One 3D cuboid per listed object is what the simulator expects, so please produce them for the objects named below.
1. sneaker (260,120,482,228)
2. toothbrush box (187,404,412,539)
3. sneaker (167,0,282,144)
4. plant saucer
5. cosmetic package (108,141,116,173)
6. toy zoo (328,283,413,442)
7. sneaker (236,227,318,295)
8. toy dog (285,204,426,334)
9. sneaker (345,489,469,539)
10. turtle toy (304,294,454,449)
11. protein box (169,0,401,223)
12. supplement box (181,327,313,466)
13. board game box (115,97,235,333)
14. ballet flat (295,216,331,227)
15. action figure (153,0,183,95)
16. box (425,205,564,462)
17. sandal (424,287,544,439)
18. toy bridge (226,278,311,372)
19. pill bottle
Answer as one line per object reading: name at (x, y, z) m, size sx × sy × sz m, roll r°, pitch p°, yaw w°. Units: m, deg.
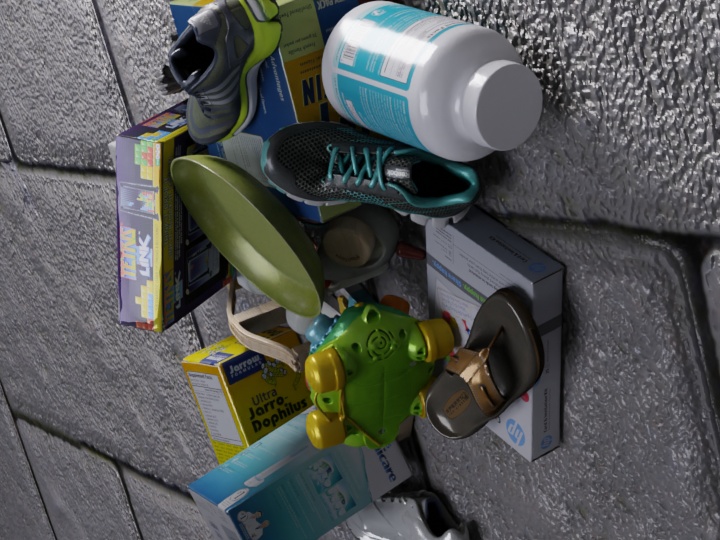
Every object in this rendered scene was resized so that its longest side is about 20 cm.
sneaker at (0.016, -0.088, 1.443) m, size 0.091 × 0.198 × 0.078 m, roll 169°, pitch 108°, yaw -72°
toothbrush box at (-0.066, 0.225, 1.818) m, size 0.086 × 0.199 × 0.146 m, roll 62°, pitch 161°, yaw -14°
sneaker at (-0.132, -0.175, 1.472) m, size 0.074 × 0.080 × 0.200 m, roll 56°, pitch 151°, yaw 21°
plant saucer at (-0.100, -0.039, 1.599) m, size 0.200 × 0.031 × 0.200 m, roll 41°, pitch 162°, yaw 16°
cosmetic package at (-0.207, -0.092, 1.973) m, size 0.199 × 0.081 × 0.114 m, roll 22°, pitch 128°, yaw 55°
toy zoo at (-0.005, 0.072, 1.806) m, size 0.200 × 0.020 × 0.132 m, roll 47°, pitch 148°, yaw 33°
sneaker at (-0.084, -0.007, 1.804) m, size 0.084 × 0.073 × 0.200 m, roll 28°, pitch 168°, yaw 12°
toy dog at (0.000, 0.000, 1.661) m, size 0.096 × 0.132 × 0.200 m, roll 30°, pitch 156°, yaw 0°
sneaker at (0.056, 0.268, 1.819) m, size 0.199 × 0.074 × 0.088 m, roll 28°, pitch 123°, yaw 41°
turtle toy at (0.005, 0.102, 1.608) m, size 0.201 × 0.145 × 0.101 m, roll 92°, pitch 156°, yaw -43°
protein box at (-0.054, -0.171, 1.573) m, size 0.199 × 0.134 × 0.200 m, roll 17°, pitch 125°, yaw 56°
supplement box at (-0.112, 0.177, 1.986) m, size 0.109 × 0.109 × 0.202 m, roll 1°, pitch 113°, yaw 60°
board game box at (-0.185, -0.061, 1.719) m, size 0.056 × 0.165 × 0.202 m, roll 12°, pitch 113°, yaw 22°
ballet flat at (-0.090, -0.111, 1.777) m, size 0.199 × 0.069 × 0.072 m, roll 31°, pitch 119°, yaw 43°
action figure at (-0.159, -0.237, 1.737) m, size 0.200 × 0.101 × 0.120 m, roll -150°, pitch 61°, yaw -61°
box at (0.121, 0.052, 1.542) m, size 0.156 × 0.041 × 0.201 m, roll 38°, pitch 143°, yaw 43°
sandal at (0.100, 0.093, 1.496) m, size 0.082 × 0.054 × 0.200 m, roll 53°, pitch 141°, yaw 13°
toy bridge at (-0.114, 0.054, 1.911) m, size 0.200 × 0.067 × 0.027 m, roll 46°, pitch 150°, yaw 47°
pill bottle at (0.062, -0.155, 1.404) m, size 0.200 × 0.110 × 0.112 m, roll 27°, pitch 134°, yaw 51°
